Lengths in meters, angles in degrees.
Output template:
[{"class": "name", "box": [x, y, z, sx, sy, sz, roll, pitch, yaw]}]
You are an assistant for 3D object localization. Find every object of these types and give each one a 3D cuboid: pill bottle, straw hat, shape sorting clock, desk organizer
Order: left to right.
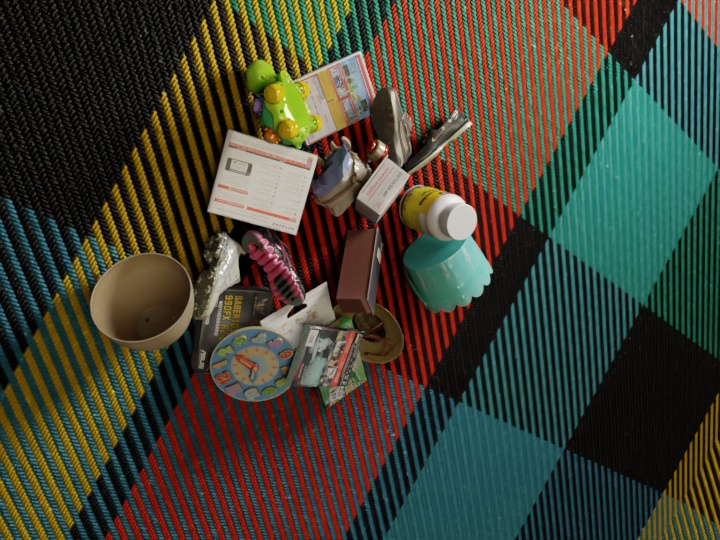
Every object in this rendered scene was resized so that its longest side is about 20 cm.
[{"class": "shape sorting clock", "box": [-0.236, 0.213, 1.496, 0.199, 0.039, 0.201, -2, 119, -4]}, {"class": "desk organizer", "box": [0.000, 0.000, 1.582, 0.072, 0.077, 0.201, 68, 26, -54]}, {"class": "straw hat", "box": [0.027, 0.129, 1.666, 0.085, 0.200, 0.202, -58, 134, -51]}, {"class": "pill bottle", "box": [0.186, -0.136, 1.607, 0.112, 0.200, 0.113, -9, 109, -26]}]

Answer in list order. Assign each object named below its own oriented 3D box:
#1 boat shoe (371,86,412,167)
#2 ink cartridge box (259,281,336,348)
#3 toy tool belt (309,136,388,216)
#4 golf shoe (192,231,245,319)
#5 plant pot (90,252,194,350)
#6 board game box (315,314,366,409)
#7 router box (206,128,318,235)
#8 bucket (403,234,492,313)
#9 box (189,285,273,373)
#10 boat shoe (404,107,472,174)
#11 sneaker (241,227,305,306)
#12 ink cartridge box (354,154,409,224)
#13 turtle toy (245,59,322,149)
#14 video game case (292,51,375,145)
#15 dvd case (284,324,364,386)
[{"class": "boat shoe", "box": [0.078, -0.338, 1.562, 0.073, 0.074, 0.201, -39, 137, -33]}, {"class": "ink cartridge box", "box": [-0.148, 0.138, 1.569, 0.200, 0.043, 0.174, -31, 124, -31]}, {"class": "toy tool belt", "box": [-0.042, -0.230, 1.495, 0.123, 0.125, 0.200, 31, 109, -26]}, {"class": "golf shoe", "box": [-0.296, 0.020, 1.430, 0.097, 0.078, 0.201, 32, 61, -39]}, {"class": "plant pot", "box": [-0.427, 0.084, 1.366, 0.200, 0.200, 0.135, -33, 152, -16]}, {"class": "board game box", "box": [-0.061, 0.225, 1.631, 0.134, 0.029, 0.201, -31, 126, -28]}, {"class": "router box", "box": [-0.211, -0.189, 1.434, 0.199, 0.049, 0.180, 15, 98, -16]}, {"class": "bucket", "box": [0.212, -0.011, 1.665, 0.207, 0.207, 0.135, -39, 118, -13]}, {"class": "box", "box": [-0.293, 0.134, 1.519, 0.158, 0.048, 0.201, 5, 103, -29]}, {"class": "boat shoe", "box": [0.180, -0.313, 1.632, 0.201, 0.074, 0.063, -43, 92, -3]}, {"class": "sneaker", "box": [-0.176, -0.016, 1.496, 0.200, 0.079, 0.095, 58, 35, -8]}, {"class": "ink cartridge box", "box": [0.047, -0.179, 1.517, 0.068, 0.200, 0.115, 36, 86, 1]}, {"class": "turtle toy", "box": [-0.171, -0.345, 1.391, 0.146, 0.101, 0.201, -34, 104, -60]}, {"class": "video game case", "box": [-0.063, -0.386, 1.500, 0.200, 0.017, 0.143, -29, 117, -18]}, {"class": "dvd case", "box": [-0.079, 0.201, 1.554, 0.200, 0.022, 0.147, 10, 101, -52]}]
